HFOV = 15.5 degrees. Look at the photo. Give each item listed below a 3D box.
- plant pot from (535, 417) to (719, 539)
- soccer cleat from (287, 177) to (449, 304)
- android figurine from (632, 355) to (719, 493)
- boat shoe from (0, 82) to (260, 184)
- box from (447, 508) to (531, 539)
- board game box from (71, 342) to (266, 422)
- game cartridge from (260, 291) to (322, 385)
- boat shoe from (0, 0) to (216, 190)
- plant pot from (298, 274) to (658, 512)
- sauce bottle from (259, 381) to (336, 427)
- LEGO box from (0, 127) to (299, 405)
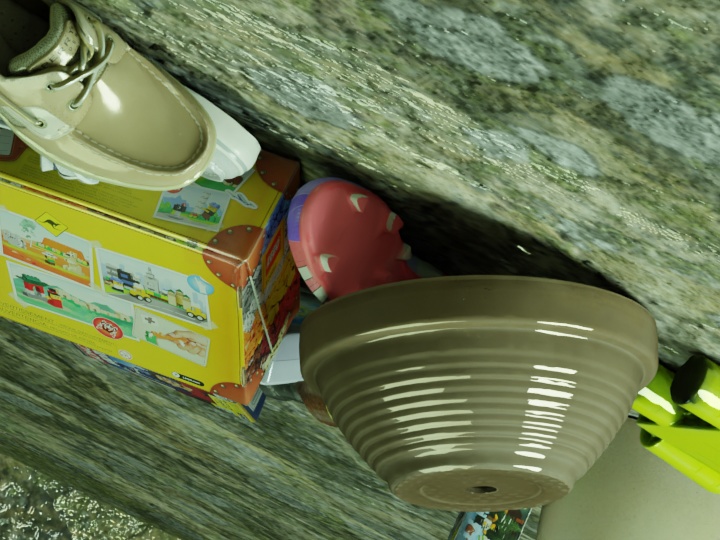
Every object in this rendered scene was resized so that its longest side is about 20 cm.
[{"bbox_3d":[0.182,0.222,1.745,0.186,0.201,0.187,23,168,5],"label":"plant pot"},{"bbox_3d":[0.000,0.000,1.494,0.076,0.067,0.200,21,170,34],"label":"soccer cleat"},{"bbox_3d":[0.243,0.108,1.538,0.199,0.041,0.182,33,165,-26],"label":"android figurine"},{"bbox_3d":[-0.154,-0.083,1.415,0.199,0.069,0.072,24,167,-3],"label":"boat shoe"},{"bbox_3d":[0.093,0.138,1.708,0.037,0.137,0.200,25,168,3],"label":"box"},{"bbox_3d":[-0.173,0.024,1.907,0.199,0.062,0.200,21,167,17],"label":"board game box"},{"bbox_3d":[-0.078,0.032,1.661,0.133,0.041,0.200,18,-172,7],"label":"game cartridge"},{"bbox_3d":[-0.157,-0.105,1.339,0.199,0.072,0.065,33,167,-13],"label":"boat shoe"},{"bbox_3d":[0.064,0.076,1.452,0.199,0.093,0.201,1,161,0],"label":"plant pot"},{"bbox_3d":[0.002,0.079,1.803,0.066,0.066,0.199,34,164,-38],"label":"sauce bottle"},{"bbox_3d":[-0.139,-0.022,1.509,0.199,0.077,0.149,19,147,11],"label":"LEGO box"}]
